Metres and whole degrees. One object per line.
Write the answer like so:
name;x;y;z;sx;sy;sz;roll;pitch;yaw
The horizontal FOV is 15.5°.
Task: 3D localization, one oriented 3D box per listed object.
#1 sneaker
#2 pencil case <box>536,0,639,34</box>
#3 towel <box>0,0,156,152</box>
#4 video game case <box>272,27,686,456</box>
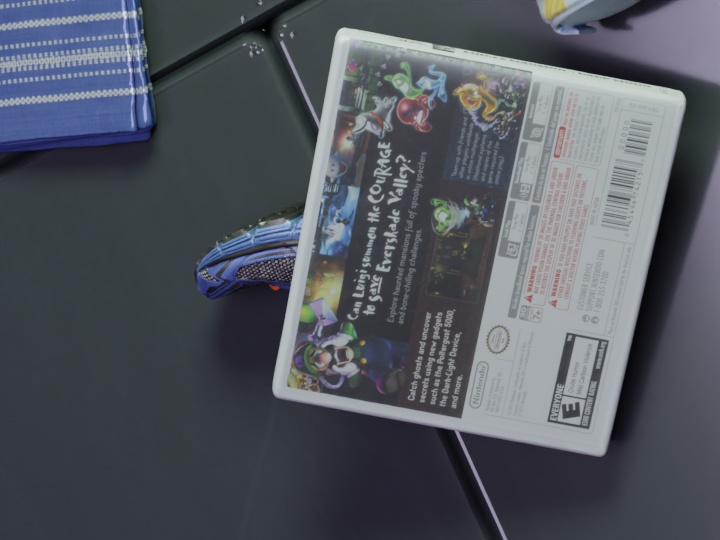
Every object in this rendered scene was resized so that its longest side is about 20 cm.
sneaker;0.000;0.000;1.429;0.199;0.075;0.079;-7;96;26
pencil case;0.094;-0.223;1.354;0.090;0.083;0.201;-28;85;17
towel;-0.187;-0.169;1.520;0.144;0.024;0.201;-4;93;26
video game case;0.059;-0.013;1.370;0.181;0.023;0.201;10;110;-2
